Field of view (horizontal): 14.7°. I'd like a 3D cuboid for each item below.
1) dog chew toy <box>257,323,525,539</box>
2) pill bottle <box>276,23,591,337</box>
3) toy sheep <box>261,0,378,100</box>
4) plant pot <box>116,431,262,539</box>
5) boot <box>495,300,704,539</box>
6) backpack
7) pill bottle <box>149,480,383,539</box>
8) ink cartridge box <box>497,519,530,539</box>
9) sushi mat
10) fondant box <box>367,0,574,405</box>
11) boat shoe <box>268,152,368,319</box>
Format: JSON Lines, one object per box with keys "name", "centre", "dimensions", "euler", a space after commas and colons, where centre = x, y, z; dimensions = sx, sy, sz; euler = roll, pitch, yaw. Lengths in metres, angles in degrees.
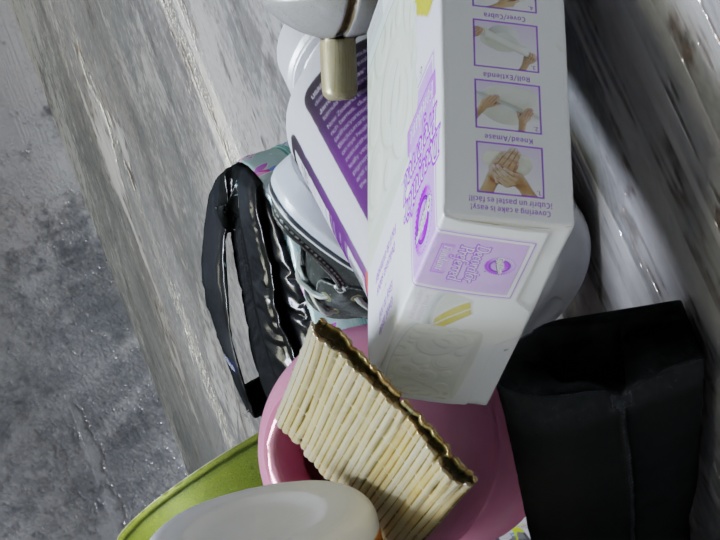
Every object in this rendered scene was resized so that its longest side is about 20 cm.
{"name": "dog chew toy", "centre": [0.041, 0.090, 1.437], "dimensions": [0.124, 0.199, 0.125], "euler": [-2, 87, 41]}
{"name": "pill bottle", "centre": [0.028, -0.058, 1.400], "dimensions": [0.112, 0.111, 0.200], "euler": [83, 165, -46]}
{"name": "toy sheep", "centre": [-0.012, -0.183, 1.346], "dimensions": [0.138, 0.137, 0.201], "euler": [-170, 83, -78]}
{"name": "plant pot", "centre": [-0.056, 0.241, 2.189], "dimensions": [0.193, 0.200, 0.200], "euler": [57, 167, 10]}
{"name": "boot", "centre": [0.082, 0.112, 1.283], "dimensions": [0.066, 0.164, 0.200], "euler": [56, 163, 35]}
{"name": "backpack", "centre": [-0.017, 0.013, 1.716], "dimensions": [0.167, 0.126, 0.201], "euler": [7, 115, 65]}
{"name": "pill bottle", "centre": [-0.028, 0.208, 1.290], "dimensions": [0.112, 0.112, 0.201], "euler": [-141, 38, -71]}
{"name": "ink cartridge box", "centre": [0.090, 0.199, 1.637], "dimensions": [0.200, 0.068, 0.116], "euler": [-124, 19, -55]}
{"name": "sushi mat", "centre": [0.003, 0.079, 1.248], "dimensions": [0.096, 0.012, 0.200], "euler": [47, 166, 7]}
{"name": "fondant box", "centre": [0.044, -0.064, 1.207], "dimensions": [0.145, 0.058, 0.201], "euler": [111, 161, -55]}
{"name": "boat shoe", "centre": [0.000, 0.000, 1.522], "dimensions": [0.200, 0.071, 0.072], "euler": [35, -155, -52]}
